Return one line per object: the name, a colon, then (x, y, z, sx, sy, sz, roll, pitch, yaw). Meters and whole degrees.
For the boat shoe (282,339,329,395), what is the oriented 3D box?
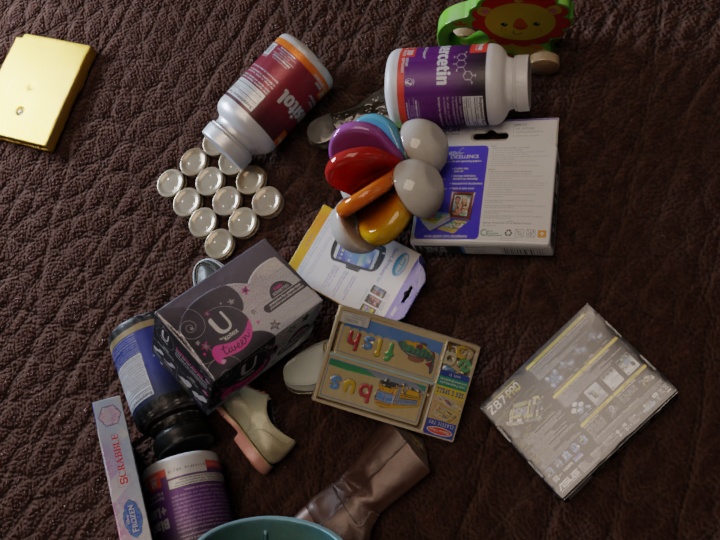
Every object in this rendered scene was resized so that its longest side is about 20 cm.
boat shoe: (-0.023, 0.118, 1.309, 0.198, 0.068, 0.075, -20, 67, 12)

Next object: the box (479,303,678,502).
box: (0.277, 0.168, 1.200, 0.200, 0.049, 0.161, -44, 66, 1)

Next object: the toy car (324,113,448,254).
toy car: (0.018, -0.135, 1.284, 0.174, 0.150, 0.201, -31, 33, 35)

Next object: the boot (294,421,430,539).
boot: (0.035, 0.317, 1.231, 0.200, 0.064, 0.186, -43, 66, -4)

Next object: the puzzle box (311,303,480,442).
puzzle box: (0.047, 0.136, 1.243, 0.198, 0.025, 0.134, 16, 92, -2)

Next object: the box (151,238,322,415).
box: (-0.169, 0.076, 1.293, 0.199, 0.115, 0.132, -36, 72, -30)

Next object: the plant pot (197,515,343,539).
plant pot: (-0.113, 0.438, 1.149, 0.198, 0.200, 0.198, 9, 106, 21)

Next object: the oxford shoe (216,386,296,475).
oxford shoe: (-0.165, 0.190, 1.339, 0.074, 0.071, 0.201, -37, 74, -1)

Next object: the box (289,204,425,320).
box: (0.000, 0.000, 1.358, 0.199, 0.041, 0.120, 29, 83, 23)

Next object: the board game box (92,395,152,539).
board game box: (-0.320, 0.301, 1.282, 0.041, 0.200, 0.201, -13, 65, -16)

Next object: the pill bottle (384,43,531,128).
pill bottle: (0.139, -0.261, 1.326, 0.198, 0.113, 0.114, 0, 72, 14)

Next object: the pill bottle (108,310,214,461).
pill bottle: (-0.284, 0.169, 1.359, 0.111, 0.112, 0.201, -30, 66, 7)

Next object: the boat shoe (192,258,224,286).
boat shoe: (-0.204, 0.061, 1.397, 0.068, 0.057, 0.201, -32, 65, 7)

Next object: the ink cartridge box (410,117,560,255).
ink cartridge box: (0.180, -0.119, 1.328, 0.196, 0.043, 0.202, 2, 67, 19)

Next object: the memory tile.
memory tile: (-0.223, -0.123, 1.489, 0.153, 0.017, 0.200, -42, 64, 2)

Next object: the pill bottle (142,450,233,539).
pill bottle: (-0.225, 0.358, 1.274, 0.111, 0.111, 0.202, -23, 66, 11)

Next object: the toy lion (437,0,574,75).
toy lion: (0.201, -0.346, 1.318, 0.198, 0.192, 0.069, 1, 72, 20)

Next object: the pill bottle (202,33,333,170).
pill bottle: (-0.145, -0.256, 1.448, 0.113, 0.113, 0.200, 41, 86, 26)

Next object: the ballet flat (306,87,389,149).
ballet flat: (0.014, -0.229, 1.431, 0.198, 0.046, 0.068, -19, 70, 7)

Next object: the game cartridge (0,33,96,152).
game cartridge: (-0.578, -0.319, 1.672, 0.175, 0.032, 0.202, 15, 76, 23)
